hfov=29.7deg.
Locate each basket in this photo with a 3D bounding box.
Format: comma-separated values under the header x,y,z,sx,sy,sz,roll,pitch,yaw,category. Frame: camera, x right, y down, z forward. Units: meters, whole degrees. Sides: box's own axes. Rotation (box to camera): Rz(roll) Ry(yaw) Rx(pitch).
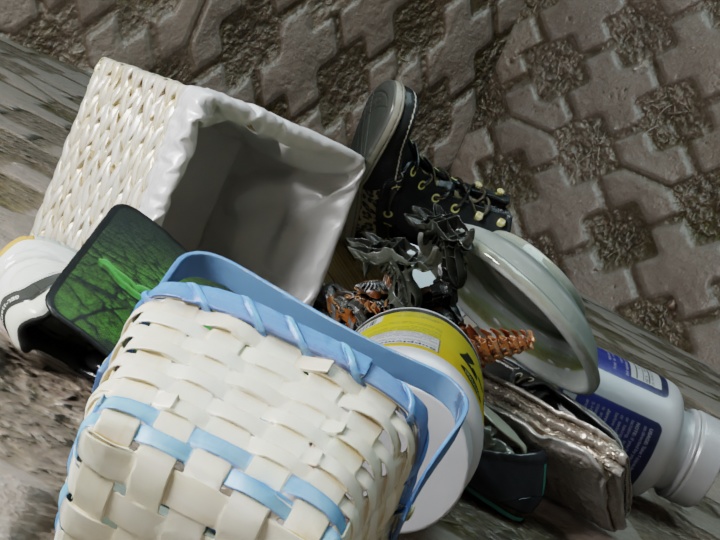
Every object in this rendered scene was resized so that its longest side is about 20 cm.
x,y,z,sx,sy,sz,roll,pitch,yaw,category
-0.050,0.076,0.653,0.174,0.140,0.200,26,38,8,basket
-0.135,-0.046,1.086,0.160,0.202,0.197,28,8,41,basket

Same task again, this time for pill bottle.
x,y,z,sx,sy,sz,roll,pitch,yaw,category
0.241,0.146,1.296,0.198,0.121,0.120,25,7,-4,pill bottle
0.029,0.099,0.920,0.113,0.116,0.200,25,11,1,pill bottle

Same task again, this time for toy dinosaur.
x,y,z,sx,sy,sz,roll,pitch,yaw,category
0.050,0.029,1.069,0.197,0.138,0.102,3,23,20,toy dinosaur

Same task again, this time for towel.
x,y,z,sx,sy,sz,roll,pitch,yaw,category
0.134,0.141,1.118,0.198,0.035,0.133,27,-24,28,towel

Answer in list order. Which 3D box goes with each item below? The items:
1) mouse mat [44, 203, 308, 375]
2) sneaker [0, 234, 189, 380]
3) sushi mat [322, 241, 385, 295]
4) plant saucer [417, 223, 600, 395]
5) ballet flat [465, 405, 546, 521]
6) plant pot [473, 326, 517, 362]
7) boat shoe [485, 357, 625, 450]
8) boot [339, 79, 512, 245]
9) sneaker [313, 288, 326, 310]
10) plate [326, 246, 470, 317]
x,y,z,sx,sy,sz,roll,pitch,yaw,category
-0.107,0.045,0.905,0.199,0.008,0.161,40,26,-11,mouse mat
-0.158,0.048,0.918,0.198,0.076,0.088,18,26,-33,sneaker
0.000,0.000,1.227,0.095,0.012,0.201,-10,50,-31,sushi mat
0.136,0.021,1.148,0.200,0.050,0.200,43,-11,11,plant saucer
0.057,0.121,1.057,0.198,0.074,0.073,26,7,9,ballet flat
0.178,0.110,1.449,0.199,0.094,0.201,26,7,-3,plant pot
0.151,0.120,1.190,0.199,0.069,0.057,34,-27,20,boat shoe
0.065,-0.079,1.173,0.151,0.074,0.204,12,-33,-7,boot
-0.041,0.050,1.278,0.084,0.073,0.200,33,7,-41,sneaker
0.031,-0.013,1.291,0.199,0.033,0.199,40,44,19,plate
